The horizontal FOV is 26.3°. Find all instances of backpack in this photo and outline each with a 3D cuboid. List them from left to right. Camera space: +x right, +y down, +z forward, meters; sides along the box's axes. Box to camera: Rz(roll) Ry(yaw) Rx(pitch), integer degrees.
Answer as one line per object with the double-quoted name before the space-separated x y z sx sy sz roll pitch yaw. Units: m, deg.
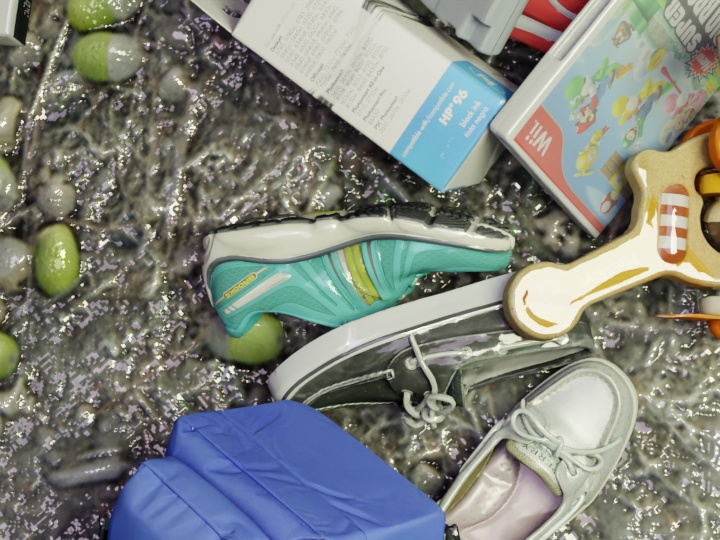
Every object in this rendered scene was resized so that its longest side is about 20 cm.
"backpack" -0.069 0.196 0.878 0.162 0.167 0.201 37 121 45

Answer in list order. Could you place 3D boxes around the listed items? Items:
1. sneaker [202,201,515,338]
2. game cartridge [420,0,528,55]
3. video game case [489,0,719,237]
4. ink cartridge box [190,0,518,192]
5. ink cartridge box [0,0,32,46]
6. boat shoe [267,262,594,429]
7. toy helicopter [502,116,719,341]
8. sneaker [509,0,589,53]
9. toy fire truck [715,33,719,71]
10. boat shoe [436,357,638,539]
"sneaker" 0.000 0.000 0.959 0.199 0.077 0.080 -6 97 15
"game cartridge" 0.054 -0.235 0.915 0.200 0.040 0.134 52 128 39
"video game case" 0.172 -0.127 0.908 0.200 0.143 0.017 -51 52 1
"ink cartridge box" 0.002 -0.135 0.935 0.200 0.116 0.068 37 104 9
"ink cartridge box" -0.316 -0.209 1.030 0.199 0.039 0.100 8 86 7
"boat shoe" 0.044 0.060 0.939 0.198 0.074 0.068 -17 68 -3
"toy helicopter" 0.180 -0.005 0.911 0.199 0.079 0.133 -25 90 -7
"sneaker" 0.099 -0.219 0.959 0.071 0.113 0.200 -3 48 -22
"toy fire truck" 0.289 -0.095 0.871 0.199 0.129 0.177 -13 84 -6
"boat shoe" 0.091 0.136 0.928 0.202 0.065 0.074 -45 81 2
